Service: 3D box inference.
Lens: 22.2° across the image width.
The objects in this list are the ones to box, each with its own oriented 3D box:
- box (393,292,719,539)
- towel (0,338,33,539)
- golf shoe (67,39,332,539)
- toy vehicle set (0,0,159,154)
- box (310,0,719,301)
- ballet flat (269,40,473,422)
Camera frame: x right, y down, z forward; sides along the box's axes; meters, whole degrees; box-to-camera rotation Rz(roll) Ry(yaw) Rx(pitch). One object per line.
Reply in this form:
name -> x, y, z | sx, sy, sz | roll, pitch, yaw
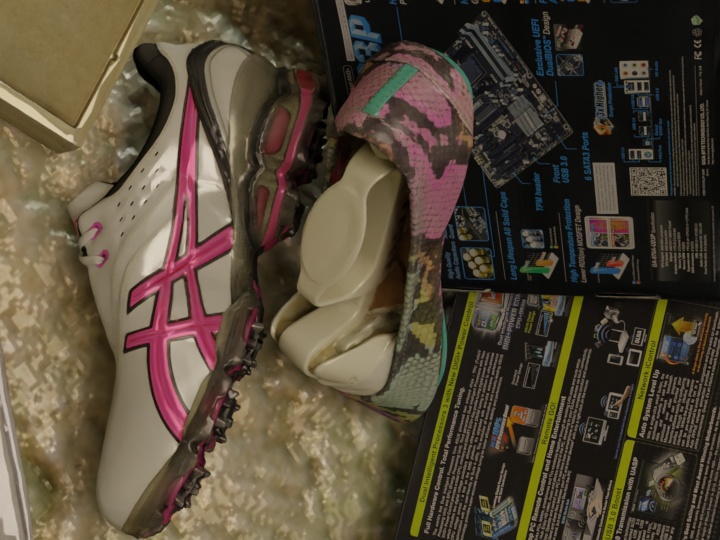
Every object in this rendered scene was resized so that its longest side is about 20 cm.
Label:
box -> 0.100, 0.102, 0.783 | 0.044, 0.159, 0.201 | 32, 70, -63
towel -> -0.215, 0.092, 0.678 | 0.190, 0.032, 0.201 | -11, 94, -28
golf shoe -> -0.078, 0.005, 0.740 | 0.092, 0.073, 0.201 | 16, 80, 0
toy vehicle set -> -0.166, -0.151, 0.709 | 0.200, 0.026, 0.125 | 34, 75, -24
box -> 0.068, -0.075, 0.721 | 0.046, 0.158, 0.201 | -73, 159, -45
ballet flat -> 0.000, 0.000, 0.727 | 0.071, 0.069, 0.201 | -38, 152, -35
